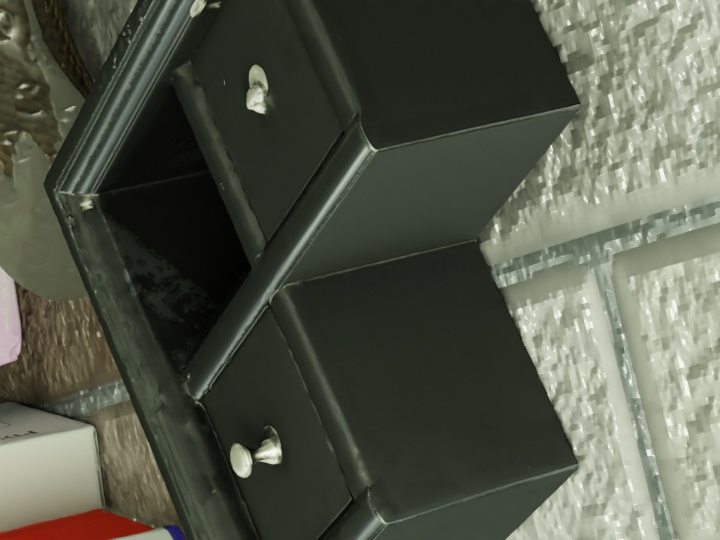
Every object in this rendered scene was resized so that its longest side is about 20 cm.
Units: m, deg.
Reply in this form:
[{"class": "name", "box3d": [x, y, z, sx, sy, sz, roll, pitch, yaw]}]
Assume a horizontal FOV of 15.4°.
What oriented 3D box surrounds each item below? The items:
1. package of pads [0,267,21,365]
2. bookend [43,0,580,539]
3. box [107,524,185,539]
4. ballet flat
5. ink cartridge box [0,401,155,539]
[{"class": "package of pads", "box3d": [-0.216, -0.051, 1.211, 0.120, 0.075, 0.202, 7, 107, 57]}, {"class": "bookend", "box3d": [0.000, 0.000, 0.831, 0.201, 0.092, 0.199, 66, 149, 18]}, {"class": "box", "box3d": [-0.084, 0.236, 1.022, 0.184, 0.104, 0.201, -129, 32, -50]}, {"class": "ballet flat", "box3d": [-0.139, -0.079, 1.054, 0.046, 0.067, 0.201, -106, -2, -60]}, {"class": "ink cartridge box", "box3d": [-0.197, 0.103, 1.109, 0.173, 0.199, 0.044, 6, 105, 59]}]
